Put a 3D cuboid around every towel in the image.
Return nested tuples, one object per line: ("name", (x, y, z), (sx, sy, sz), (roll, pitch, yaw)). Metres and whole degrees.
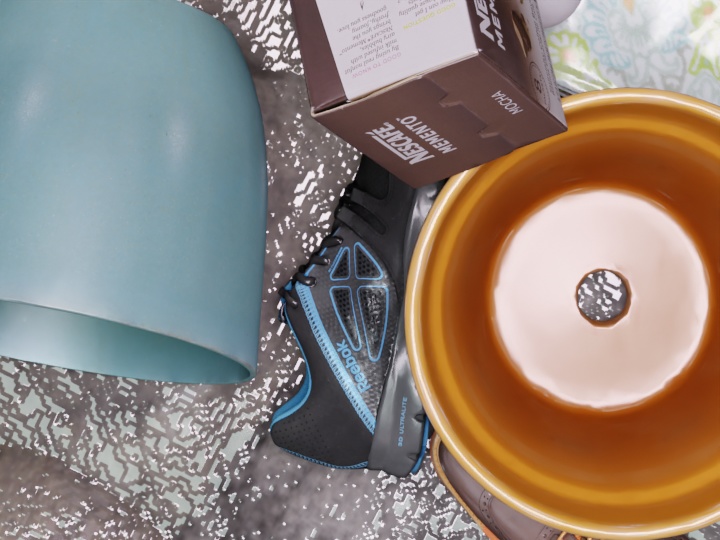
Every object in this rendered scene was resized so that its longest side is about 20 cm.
("towel", (0.193, -0.146, 1.423), (0.171, 0.048, 0.201), (28, 91, -1))

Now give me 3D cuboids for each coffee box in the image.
("coffee box", (0.016, -0.152, 1.247), (0.079, 0.113, 0.201), (-19, 68, 18))

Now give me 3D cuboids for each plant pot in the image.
("plant pot", (0.118, 0.016, 1.361), (0.199, 0.183, 0.202), (0, 92, 0))
("plant pot", (-0.134, -0.046, 1.359), (0.199, 0.201, 0.162), (10, 81, 0))

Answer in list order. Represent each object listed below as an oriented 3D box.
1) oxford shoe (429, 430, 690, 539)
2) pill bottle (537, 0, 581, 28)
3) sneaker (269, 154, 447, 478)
("oxford shoe", (0.121, 0.133, 1.419), (0.200, 0.073, 0.071), (34, 92, -1))
("pill bottle", (0.071, -0.186, 1.363), (0.115, 0.116, 0.201), (26, 84, -1))
("sneaker", (0.000, 0.000, 1.416), (0.081, 0.073, 0.201), (5, 91, 2))
